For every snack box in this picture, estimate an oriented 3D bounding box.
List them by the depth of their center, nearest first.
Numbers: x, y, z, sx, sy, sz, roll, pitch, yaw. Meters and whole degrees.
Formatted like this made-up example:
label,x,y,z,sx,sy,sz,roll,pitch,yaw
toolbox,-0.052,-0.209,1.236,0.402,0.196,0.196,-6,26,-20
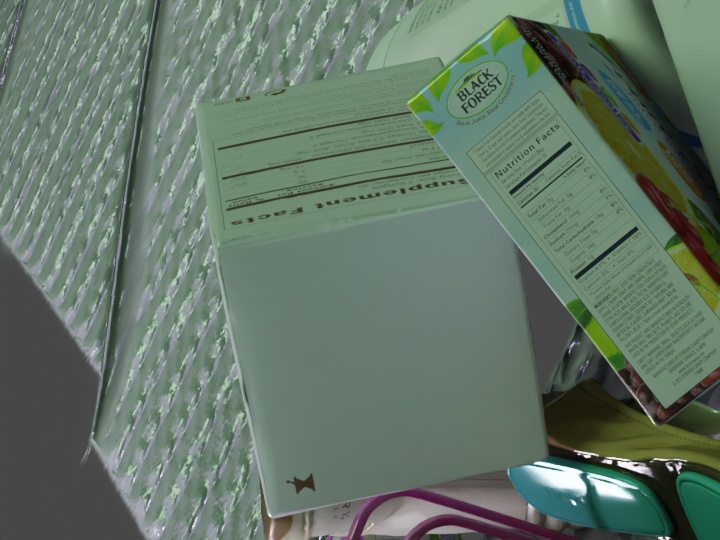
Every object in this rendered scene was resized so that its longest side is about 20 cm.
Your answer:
label,x,y,z,sx,sy,sz,roll,pitch,yaw
snack box,0.099,-0.023,0.910,0.053,0.143,0.200,-38,-7,14

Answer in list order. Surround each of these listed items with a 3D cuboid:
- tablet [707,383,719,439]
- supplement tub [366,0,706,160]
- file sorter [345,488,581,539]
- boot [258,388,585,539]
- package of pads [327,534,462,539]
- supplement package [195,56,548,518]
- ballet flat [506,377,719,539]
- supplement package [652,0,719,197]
label,x,y,z,sx,sy,sz,roll,pitch,yaw
tablet,0.189,0.085,0.936,0.130,0.014,0.201,-51,30,34
supplement tub,0.103,-0.096,1.116,0.200,0.131,0.133,-27,47,55
file sorter,0.073,0.173,0.938,0.200,0.138,0.126,22,94,65
boot,0.030,0.083,1.116,0.200,0.153,0.073,-113,21,-85
package of pads,-0.018,0.228,1.170,0.200,0.068,0.155,-53,29,31
supplement package,0.000,0.000,1.017,0.200,0.116,0.118,-106,6,-69
ballet flat,0.137,0.079,0.941,0.063,0.069,0.199,-43,36,-24
supplement package,0.201,-0.087,0.924,0.121,0.119,0.201,-51,30,32
